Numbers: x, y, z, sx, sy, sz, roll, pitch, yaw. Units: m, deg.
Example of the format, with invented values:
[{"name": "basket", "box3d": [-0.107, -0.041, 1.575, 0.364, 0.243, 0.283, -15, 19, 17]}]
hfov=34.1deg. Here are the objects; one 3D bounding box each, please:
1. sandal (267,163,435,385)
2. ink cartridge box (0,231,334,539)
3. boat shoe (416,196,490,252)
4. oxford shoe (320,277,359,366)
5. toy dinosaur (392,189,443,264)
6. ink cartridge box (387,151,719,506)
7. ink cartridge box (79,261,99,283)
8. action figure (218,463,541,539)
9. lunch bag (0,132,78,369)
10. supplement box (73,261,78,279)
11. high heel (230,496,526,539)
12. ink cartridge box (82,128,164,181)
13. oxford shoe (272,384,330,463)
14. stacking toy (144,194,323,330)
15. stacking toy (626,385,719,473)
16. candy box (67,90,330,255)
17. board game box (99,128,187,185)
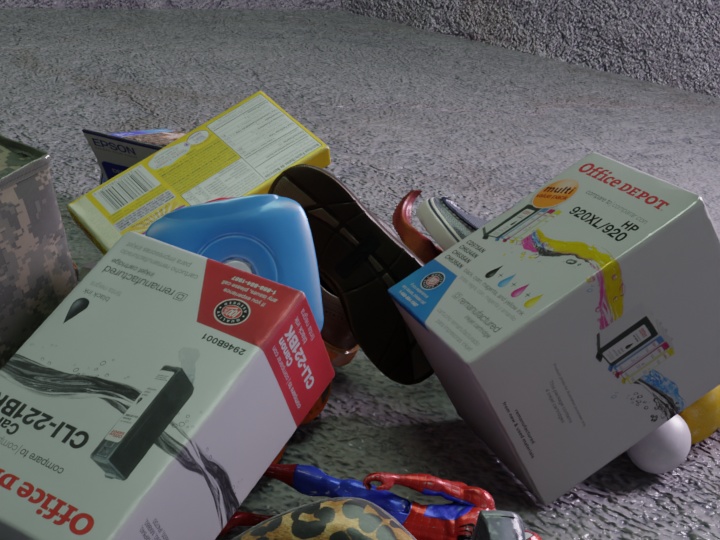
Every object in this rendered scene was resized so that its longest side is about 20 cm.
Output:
[{"name": "sandal", "box3d": [0.000, 0.000, 0.917, 0.200, 0.082, 0.055, 48, 3, -12]}, {"name": "ink cartridge box", "box3d": [-0.133, 0.088, 0.683, 0.144, 0.084, 0.200, 18, 56, 29]}, {"name": "boat shoe", "box3d": [0.147, -0.019, 1.016, 0.200, 0.093, 0.075, 42, 17, 14]}, {"name": "oxford shoe", "box3d": [-0.059, -0.014, 0.997, 0.200, 0.073, 0.071, 46, 33, 17]}, {"name": "toy dinosaur", "box3d": [0.050, 0.009, 1.049, 0.105, 0.200, 0.181, -13, -9, -12]}, {"name": "ink cartridge box", "box3d": [0.156, 0.035, 0.864, 0.200, 0.145, 0.147, -34, 28, -7]}, {"name": "ink cartridge box", "box3d": [-0.160, 0.030, 1.014, 0.116, 0.067, 0.200, 19, 22, 28]}, {"name": "action figure", "box3d": [0.012, 0.155, 0.723, 0.200, 0.065, 0.052, 8, -4, 6]}, {"name": "lunch bag", "box3d": [-0.296, 0.018, 0.772, 0.118, 0.164, 0.200, 25, 44, 35]}, {"name": "supplement box", "box3d": [-0.341, 0.022, 0.975, 0.200, 0.067, 0.069, -3, 21, -30]}, {"name": "high heel", "box3d": [0.006, 0.193, 0.623, 0.200, 0.071, 0.143, -4, 36, -4]}, {"name": "ink cartridge box", "box3d": [-0.144, -0.061, 1.117, 0.198, 0.200, 0.047, 14, 55, 18]}, {"name": "oxford shoe", "box3d": [-0.089, 0.100, 0.837, 0.073, 0.071, 0.200, -4, 8, 22]}, {"name": "stacking toy", "box3d": [-0.099, 0.001, 0.891, 0.116, 0.110, 0.200, -11, 4, -7]}, {"name": "stacking toy", "box3d": [0.254, 0.094, 0.948, 0.146, 0.146, 0.200, 15, 39, 23]}, {"name": "candy box", "box3d": [-0.133, -0.072, 0.978, 0.200, 0.026, 0.102, -34, 56, -19]}, {"name": "board game box", "box3d": [-0.163, -0.090, 1.292, 0.200, 0.097, 0.159, 11, 11, 10]}]
